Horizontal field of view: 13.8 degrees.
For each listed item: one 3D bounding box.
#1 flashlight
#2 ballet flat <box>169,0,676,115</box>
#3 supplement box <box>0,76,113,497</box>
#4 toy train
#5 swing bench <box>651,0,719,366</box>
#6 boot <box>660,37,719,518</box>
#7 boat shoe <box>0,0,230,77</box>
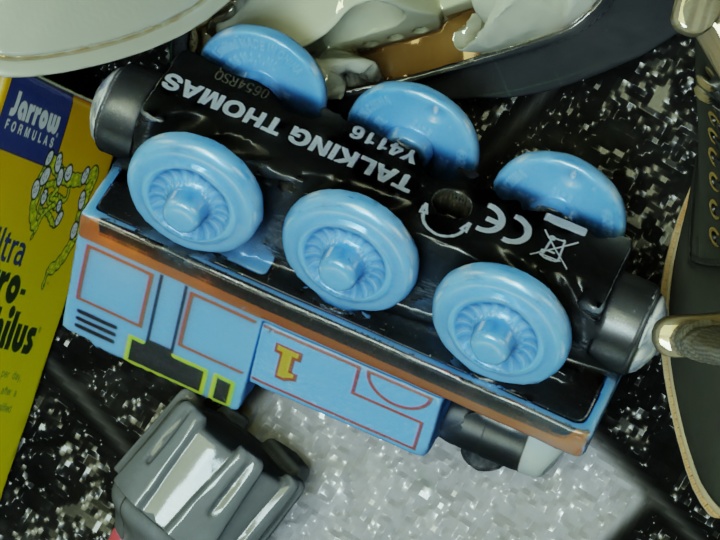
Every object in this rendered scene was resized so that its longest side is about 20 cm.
[{"bbox_3d":[-0.103,0.130,1.000,0.068,0.068,0.200,37,98,-5],"label":"flashlight"},{"bbox_3d":[0.026,-0.090,0.995,0.199,0.073,0.074,-12,79,15],"label":"ballet flat"},{"bbox_3d":[-0.176,0.018,1.019,0.108,0.109,0.201,18,89,18],"label":"supplement box"},{"bbox_3d":[0.000,0.000,0.969,0.199,0.115,0.087,23,46,7],"label":"toy train"},{"bbox_3d":[0.125,-0.076,0.760,0.129,0.199,0.201,-14,92,-1],"label":"swing bench"},{"bbox_3d":[0.121,-0.024,0.920,0.077,0.138,0.202,3,84,17],"label":"boot"},{"bbox_3d":[-0.058,-0.126,0.970,0.200,0.062,0.075,-41,102,-18],"label":"boat shoe"}]
